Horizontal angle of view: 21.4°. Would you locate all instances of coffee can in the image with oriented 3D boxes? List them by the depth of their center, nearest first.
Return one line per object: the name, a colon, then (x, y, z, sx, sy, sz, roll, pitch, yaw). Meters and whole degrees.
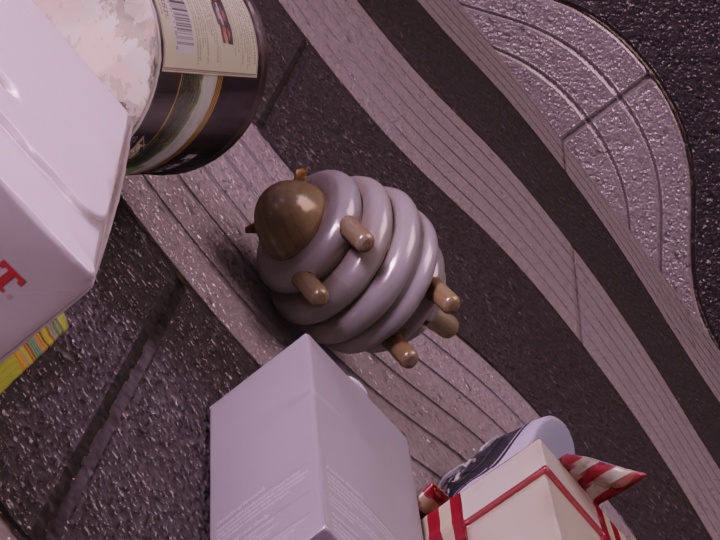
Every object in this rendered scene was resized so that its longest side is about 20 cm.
coffee can: (-0.153, -0.128, 1.125, 0.147, 0.146, 0.200, 55, 15, 5)

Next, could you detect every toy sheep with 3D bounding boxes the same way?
toy sheep: (0.000, 0.000, 1.361, 0.200, 0.138, 0.138, 40, 20, -32)

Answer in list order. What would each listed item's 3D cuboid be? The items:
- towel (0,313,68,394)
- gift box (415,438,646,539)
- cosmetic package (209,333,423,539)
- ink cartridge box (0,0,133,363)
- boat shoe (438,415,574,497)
towel: (-0.194, 0.022, 0.912, 0.086, 0.018, 0.200, 52, 15, -7)
gift box: (0.107, 0.223, 1.072, 0.185, 0.199, 0.187, 53, 12, -24)
cosmetic package: (-0.024, 0.138, 1.063, 0.107, 0.090, 0.200, 48, 13, -22)
ink cartridge box: (-0.197, -0.020, 0.628, 0.147, 0.199, 0.145, 49, 15, -21)
boat shoe: (0.088, 0.169, 1.379, 0.074, 0.068, 0.199, 61, 37, -16)
